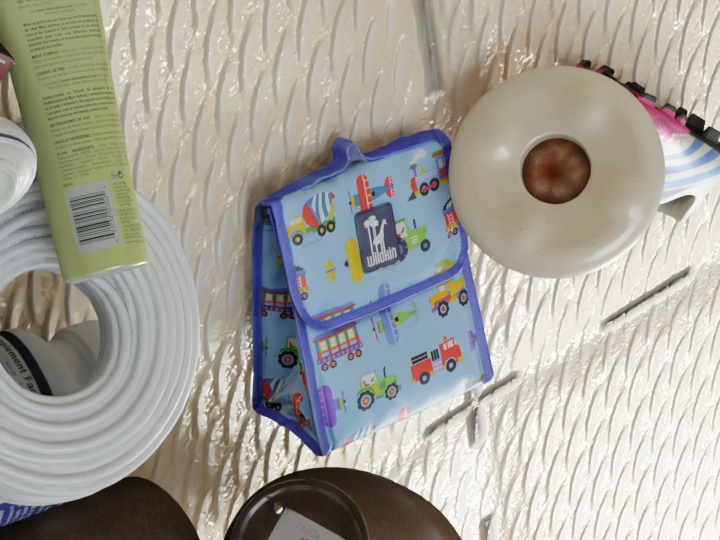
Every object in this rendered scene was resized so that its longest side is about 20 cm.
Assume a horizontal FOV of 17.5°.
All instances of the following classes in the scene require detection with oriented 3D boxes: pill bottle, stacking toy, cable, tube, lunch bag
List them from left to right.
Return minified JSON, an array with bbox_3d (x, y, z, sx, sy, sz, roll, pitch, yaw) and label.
[{"bbox_3d":[-0.237,0.103,1.442,0.199,0.116,0.116,-18,132,-29],"label":"pill bottle"},{"bbox_3d":[-0.185,0.036,1.372,0.200,0.069,0.200,-46,107,-25],"label":"cable"},{"bbox_3d":[-0.165,-0.095,1.331,0.052,0.202,0.058,-13,-179,15],"label":"tube"},{"bbox_3d":[0.000,0.000,1.601,0.150,0.094,0.201,-22,121,-28],"label":"lunch bag"},{"bbox_3d":[0.144,-0.048,1.645,0.146,0.146,0.200,-44,164,-2],"label":"stacking toy"}]

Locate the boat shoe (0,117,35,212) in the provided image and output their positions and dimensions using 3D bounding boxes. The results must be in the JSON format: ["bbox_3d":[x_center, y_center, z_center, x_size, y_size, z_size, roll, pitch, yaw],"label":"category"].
[{"bbox_3d":[-0.244,-0.015,1.172,0.201,0.086,0.075,-19,133,-27],"label":"boat shoe"}]

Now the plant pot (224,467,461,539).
[{"bbox_3d":[-0.023,0.211,1.603,0.187,0.187,0.200,-42,161,-5],"label":"plant pot"}]

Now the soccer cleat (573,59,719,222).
[{"bbox_3d":[0.200,-0.085,1.697,0.199,0.070,0.087,21,103,-48],"label":"soccer cleat"}]

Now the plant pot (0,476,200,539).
[{"bbox_3d":[-0.203,0.222,1.544,0.200,0.186,0.188,-33,140,-37],"label":"plant pot"}]

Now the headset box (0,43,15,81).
[{"bbox_3d":[-0.295,-0.092,1.263,0.148,0.077,0.200,26,105,-48],"label":"headset box"}]
